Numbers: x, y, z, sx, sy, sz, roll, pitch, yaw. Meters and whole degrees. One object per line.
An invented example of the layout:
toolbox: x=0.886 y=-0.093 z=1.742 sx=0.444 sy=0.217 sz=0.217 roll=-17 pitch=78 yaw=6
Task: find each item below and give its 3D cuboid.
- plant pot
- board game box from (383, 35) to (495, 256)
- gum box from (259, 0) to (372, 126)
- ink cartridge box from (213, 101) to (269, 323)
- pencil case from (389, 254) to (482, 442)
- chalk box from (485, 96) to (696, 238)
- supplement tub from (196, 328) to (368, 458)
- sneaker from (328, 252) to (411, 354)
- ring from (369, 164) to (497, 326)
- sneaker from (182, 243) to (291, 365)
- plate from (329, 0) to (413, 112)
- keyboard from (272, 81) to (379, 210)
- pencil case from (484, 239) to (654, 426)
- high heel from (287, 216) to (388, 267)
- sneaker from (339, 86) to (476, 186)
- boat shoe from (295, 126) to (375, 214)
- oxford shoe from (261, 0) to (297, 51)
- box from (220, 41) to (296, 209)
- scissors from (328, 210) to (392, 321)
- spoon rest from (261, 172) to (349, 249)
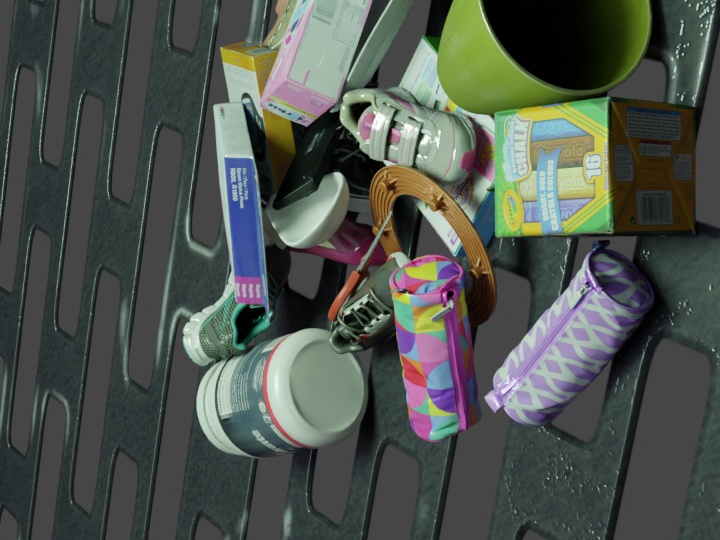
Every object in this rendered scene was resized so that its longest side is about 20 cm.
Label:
plant pot: x=0.156 y=-0.229 z=1.511 sx=0.200 sy=0.186 sz=0.189 roll=147 pitch=117 yaw=-64
board game box: x=0.100 y=-0.137 z=1.677 sx=0.200 sy=0.040 sz=0.154 roll=56 pitch=131 yaw=37
gum box: x=-0.041 y=-0.277 z=1.734 sx=0.113 sy=0.066 sz=0.202 roll=-25 pitch=45 yaw=69
ink cartridge box: x=-0.141 y=-0.069 z=1.809 sx=0.200 sy=0.043 sz=0.198 roll=-105 pitch=11 yaw=-59
pencil case: x=0.080 y=0.083 z=1.620 sx=0.088 sy=0.088 sz=0.201 roll=30 pitch=138 yaw=48
chalk box: x=0.208 y=-0.094 z=1.466 sx=0.199 sy=0.124 sz=0.125 roll=1 pitch=91 yaw=52
supplement tub: x=-0.097 y=0.153 z=1.859 sx=0.199 sy=0.139 sz=0.142 roll=-18 pitch=76 yaw=52
sneaker: x=0.017 y=0.051 z=1.716 sx=0.077 sy=0.082 sz=0.200 roll=52 pitch=152 yaw=10
ring: x=0.073 y=-0.023 z=1.650 sx=0.200 sy=0.019 sz=0.201 roll=41 pitch=150 yaw=30
sneaker: x=-0.131 y=0.043 z=1.894 sx=0.091 sy=0.200 sz=0.078 roll=-5 pitch=130 yaw=43
plate: x=0.024 y=-0.299 z=1.725 sx=0.200 sy=0.032 sz=0.201 roll=-86 pitch=22 yaw=-51
keyboard: x=-0.033 y=-0.154 z=1.772 sx=0.127 sy=0.021 sz=0.201 roll=-31 pitch=26 yaw=37
pencil case: x=0.206 y=0.069 z=1.502 sx=0.084 sy=0.085 sz=0.201 roll=52 pitch=131 yaw=26
high heel: x=-0.026 y=-0.034 z=1.851 sx=0.068 sy=0.096 sz=0.200 roll=-60 pitch=17 yaw=-16
sneaker: x=0.045 y=-0.144 z=1.642 sx=0.200 sy=0.088 sz=0.082 roll=29 pitch=113 yaw=49
boat shoe: x=-0.022 y=-0.122 z=1.821 sx=0.200 sy=0.071 sz=0.068 roll=38 pitch=121 yaw=54
oxford shoe: x=-0.079 y=-0.266 z=1.891 sx=0.074 sy=0.070 sz=0.202 roll=36 pitch=120 yaw=40
box: x=-0.119 y=-0.172 z=1.862 sx=0.119 sy=0.041 sz=0.202 roll=30 pitch=134 yaw=62
scissors: x=0.000 y=0.000 z=1.707 sx=0.014 sy=0.073 sz=0.200 roll=39 pitch=156 yaw=6
spoon rest: x=-0.070 y=-0.064 z=1.758 sx=0.100 sy=0.060 sz=0.200 roll=-60 pitch=16 yaw=-17
